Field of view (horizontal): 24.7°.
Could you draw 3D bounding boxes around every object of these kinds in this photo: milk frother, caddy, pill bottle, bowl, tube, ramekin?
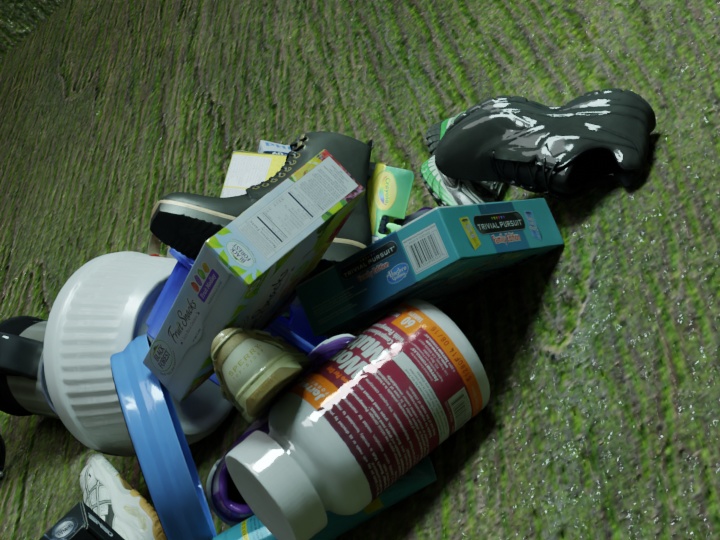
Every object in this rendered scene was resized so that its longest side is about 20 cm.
[{"bbox_3d":[-0.368,0.155,1.837,0.187,0.179,0.203,-1,91,56],"label":"milk frother"},{"bbox_3d":[-0.102,0.053,1.495,0.106,0.199,0.141,-55,11,0],"label":"caddy"},{"bbox_3d":[-0.002,0.120,1.291,0.199,0.110,0.109,-37,22,-19],"label":"pill bottle"},{"bbox_3d":[-0.171,0.157,1.428,0.039,0.203,0.201,-19,25,-6],"label":"bowl"},{"bbox_3d":[-0.028,0.196,1.344,0.199,0.051,0.078,-31,37,10],"label":"tube"},{"bbox_3d":[-0.200,0.081,1.602,0.104,0.201,0.201,-3,46,41],"label":"ramekin"}]

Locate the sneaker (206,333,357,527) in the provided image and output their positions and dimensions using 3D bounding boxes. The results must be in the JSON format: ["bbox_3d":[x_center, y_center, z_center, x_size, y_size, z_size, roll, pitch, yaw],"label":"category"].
[{"bbox_3d":[-0.057,0.140,1.394,0.200,0.080,0.088,-48,-7,1],"label":"sneaker"}]

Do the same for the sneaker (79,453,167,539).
[{"bbox_3d":[-0.242,0.239,1.551,0.088,0.076,0.200,-44,24,-10],"label":"sneaker"}]

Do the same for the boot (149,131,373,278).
[{"bbox_3d":[-0.082,-0.071,1.450,0.077,0.198,0.140,140,140,-56],"label":"boot"}]

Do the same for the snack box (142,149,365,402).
[{"bbox_3d":[-0.088,0.007,1.306,0.142,0.053,0.200,-39,-10,-35],"label":"snack box"}]

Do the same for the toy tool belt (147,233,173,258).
[{"bbox_3d":[-0.140,0.003,1.750,0.199,0.122,0.127,-12,76,56],"label":"toy tool belt"}]

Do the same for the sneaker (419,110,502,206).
[{"bbox_3d":[0.107,-0.103,1.552,0.085,0.078,0.201,-32,27,21],"label":"sneaker"}]

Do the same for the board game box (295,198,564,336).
[{"bbox_3d":[0.061,-0.005,1.373,0.150,0.047,0.199,-28,-10,29],"label":"board game box"}]

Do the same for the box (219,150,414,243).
[{"bbox_3d":[-0.043,-0.045,1.532,0.198,0.048,0.119,7,74,32],"label":"box"}]

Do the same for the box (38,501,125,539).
[{"bbox_3d":[-0.244,0.313,1.346,0.200,0.160,0.044,-42,24,1],"label":"box"}]

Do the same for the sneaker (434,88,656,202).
[{"bbox_3d":[0.157,-0.103,1.436,0.198,0.076,0.092,-8,48,22],"label":"sneaker"}]

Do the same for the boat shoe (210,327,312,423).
[{"bbox_3d":[-0.086,0.078,1.317,0.073,0.063,0.201,-44,-3,-1],"label":"boat shoe"}]

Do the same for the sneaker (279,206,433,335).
[{"bbox_3d":[0.000,0.000,1.581,0.198,0.075,0.088,-22,21,19],"label":"sneaker"}]

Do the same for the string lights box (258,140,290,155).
[{"bbox_3d":[-0.049,-0.067,1.690,0.200,0.101,0.060,-109,29,-63],"label":"string lights box"}]
